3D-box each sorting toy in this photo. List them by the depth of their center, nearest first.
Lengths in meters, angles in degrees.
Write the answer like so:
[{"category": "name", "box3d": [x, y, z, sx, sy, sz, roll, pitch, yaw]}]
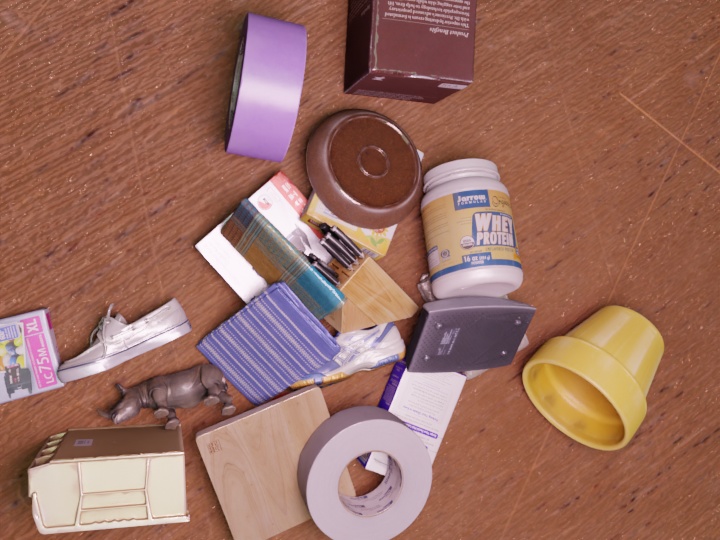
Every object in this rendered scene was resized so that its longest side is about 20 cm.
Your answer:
[{"category": "sorting toy", "box3d": [-0.133, 0.296, 1.153, 0.198, 0.070, 0.201, -21, 105, -14]}]

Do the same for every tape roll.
[{"category": "tape roll", "box3d": [-0.141, -0.264, 1.077, 0.085, 0.200, 0.201, 9, 89, -15]}, {"category": "tape roll", "box3d": [0.006, 0.313, 1.130, 0.199, 0.066, 0.201, -3, 100, -18]}]

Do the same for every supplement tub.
[{"category": "supplement tub", "box3d": [0.173, -0.061, 1.175, 0.144, 0.145, 0.201, -3, 74, -15]}]

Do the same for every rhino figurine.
[{"category": "rhino figurine", "box3d": [-0.294, 0.192, 1.114, 0.199, 0.088, 0.060, -10, 132, -13]}]

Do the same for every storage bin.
[{"category": "storage bin", "box3d": [-0.345, 0.284, 1.038, 0.198, 0.200, 0.094, -1, 91, -15]}]

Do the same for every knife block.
[{"category": "knife block", "box3d": [0.000, 0.000, 1.135, 0.199, 0.064, 0.176, -11, 119, -31]}]

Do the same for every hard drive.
[{"category": "hard drive", "box3d": [0.172, 0.101, 1.179, 0.199, 0.042, 0.135, 0, 125, -25]}]

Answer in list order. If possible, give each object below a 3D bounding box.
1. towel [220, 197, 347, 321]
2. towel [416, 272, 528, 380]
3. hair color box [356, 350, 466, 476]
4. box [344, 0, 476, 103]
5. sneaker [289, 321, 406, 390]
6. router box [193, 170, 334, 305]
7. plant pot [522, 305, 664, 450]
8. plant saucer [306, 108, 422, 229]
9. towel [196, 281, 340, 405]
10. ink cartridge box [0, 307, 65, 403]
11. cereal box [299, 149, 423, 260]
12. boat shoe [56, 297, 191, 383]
[{"category": "towel", "box3d": [-0.113, -0.009, 1.063, 0.200, 0.147, 0.022, 47, 63, -5]}, {"category": "towel", "box3d": [0.191, 0.072, 1.262, 0.132, 0.034, 0.201, -28, 98, -10]}, {"category": "hair color box", "box3d": [0.084, 0.245, 1.223, 0.109, 0.065, 0.201, 24, 84, -15]}, {"category": "box", "box3d": [0.074, -0.381, 1.148, 0.165, 0.164, 0.201, 3, 91, -16]}, {"category": "sneaker", "box3d": [-0.029, 0.132, 1.195, 0.199, 0.075, 0.089, -17, 79, -16]}, {"category": "router box", "box3d": [-0.128, -0.023, 1.165, 0.179, 0.049, 0.200, -43, 102, -10]}, {"category": "plant pot", "box3d": [0.409, 0.166, 1.250, 0.189, 0.201, 0.201, -42, 102, -24]}, {"category": "plant saucer", "box3d": [0.015, -0.164, 1.147, 0.199, 0.034, 0.201, 6, 74, -21]}, {"category": "towel", "box3d": [-0.141, 0.114, 1.123, 0.200, 0.024, 0.145, -35, 104, 30]}, {"category": "ink cartridge box", "box3d": [-0.542, 0.136, 1.066, 0.199, 0.042, 0.120, -14, 95, -13]}, {"category": "cereal box", "box3d": [0.005, -0.135, 1.176, 0.143, 0.040, 0.201, 28, 67, -15]}, {"category": "boat shoe", "box3d": [-0.358, 0.091, 1.094, 0.201, 0.075, 0.086, -24, 96, -17]}]
